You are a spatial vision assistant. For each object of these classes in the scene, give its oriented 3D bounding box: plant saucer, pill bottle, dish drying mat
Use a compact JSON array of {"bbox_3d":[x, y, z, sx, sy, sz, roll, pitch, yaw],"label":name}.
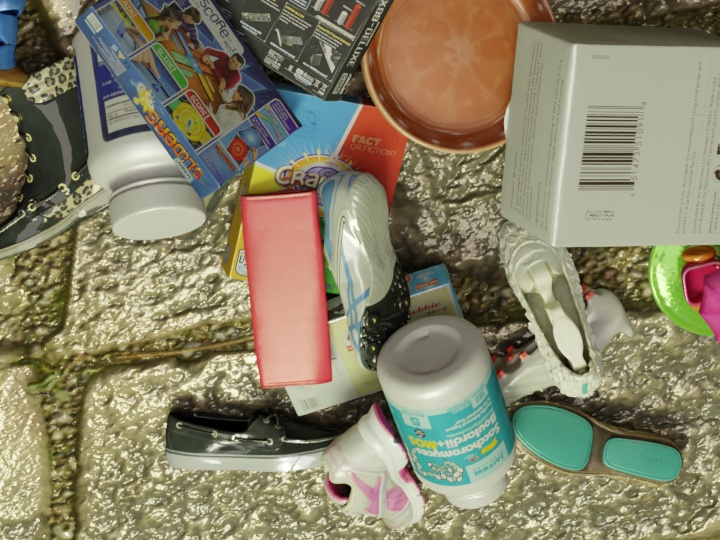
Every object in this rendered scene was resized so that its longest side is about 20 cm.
[{"bbox_3d":[0.098,-0.216,1.691,0.200,0.032,0.200,-1,96,-11],"label":"plant saucer"},{"bbox_3d":[0.092,0.148,1.707,0.111,0.111,0.200,-17,130,5],"label":"pill bottle"},{"bbox_3d":[-0.206,-0.137,1.645,0.120,0.120,0.200,-10,74,3],"label":"pill bottle"},{"bbox_3d":[-0.073,0.019,1.705,0.077,0.018,0.200,-4,105,4],"label":"dish drying mat"}]

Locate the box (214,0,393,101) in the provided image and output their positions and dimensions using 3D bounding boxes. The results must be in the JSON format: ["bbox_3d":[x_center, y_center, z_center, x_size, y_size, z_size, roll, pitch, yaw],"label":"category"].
[{"bbox_3d":[-0.073,-0.279,1.649,0.200,0.050,0.158,32,104,12],"label":"box"}]

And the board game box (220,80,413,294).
[{"bbox_3d":[-0.044,-0.081,1.725,0.153,0.040,0.200,8,107,-19],"label":"board game box"}]

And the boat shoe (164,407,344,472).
[{"bbox_3d":[-0.109,0.175,1.807,0.200,0.069,0.057,-2,106,3],"label":"boat shoe"}]

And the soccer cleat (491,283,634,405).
[{"bbox_3d":[0.195,0.099,1.786,0.200,0.069,0.078,-40,106,8],"label":"soccer cleat"}]

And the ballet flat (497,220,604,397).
[{"bbox_3d":[0.196,0.031,1.724,0.072,0.072,0.200,-25,77,7],"label":"ballet flat"}]

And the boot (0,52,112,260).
[{"bbox_3d":[-0.329,-0.111,1.720,0.203,0.073,0.154,-29,102,2],"label":"boot"}]

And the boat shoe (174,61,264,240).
[{"bbox_3d":[-0.150,-0.123,1.721,0.072,0.066,0.201,24,86,27],"label":"boat shoe"}]

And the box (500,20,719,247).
[{"bbox_3d":[0.255,-0.133,1.658,0.200,0.131,0.199,-2,108,-20],"label":"box"}]

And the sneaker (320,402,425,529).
[{"bbox_3d":[0.006,0.215,1.775,0.088,0.081,0.200,-27,143,-5],"label":"sneaker"}]

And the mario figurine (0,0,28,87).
[{"bbox_3d":[-0.337,-0.280,1.667,0.123,0.106,0.200,12,97,-15],"label":"mario figurine"}]

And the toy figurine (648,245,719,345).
[{"bbox_3d":[0.400,0.017,1.701,0.200,0.184,0.150,-11,106,2],"label":"toy figurine"}]

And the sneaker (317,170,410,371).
[{"bbox_3d":[0.000,0.000,1.695,0.072,0.072,0.200,-15,102,-40],"label":"sneaker"}]

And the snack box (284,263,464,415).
[{"bbox_3d":[0.010,0.073,1.771,0.200,0.037,0.116,-17,130,5],"label":"snack box"}]

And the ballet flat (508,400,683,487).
[{"bbox_3d":[0.240,0.187,1.809,0.200,0.065,0.071,19,82,-9],"label":"ballet flat"}]

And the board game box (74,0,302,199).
[{"bbox_3d":[-0.157,-0.182,1.598,0.034,0.135,0.200,-28,99,46],"label":"board game box"}]
